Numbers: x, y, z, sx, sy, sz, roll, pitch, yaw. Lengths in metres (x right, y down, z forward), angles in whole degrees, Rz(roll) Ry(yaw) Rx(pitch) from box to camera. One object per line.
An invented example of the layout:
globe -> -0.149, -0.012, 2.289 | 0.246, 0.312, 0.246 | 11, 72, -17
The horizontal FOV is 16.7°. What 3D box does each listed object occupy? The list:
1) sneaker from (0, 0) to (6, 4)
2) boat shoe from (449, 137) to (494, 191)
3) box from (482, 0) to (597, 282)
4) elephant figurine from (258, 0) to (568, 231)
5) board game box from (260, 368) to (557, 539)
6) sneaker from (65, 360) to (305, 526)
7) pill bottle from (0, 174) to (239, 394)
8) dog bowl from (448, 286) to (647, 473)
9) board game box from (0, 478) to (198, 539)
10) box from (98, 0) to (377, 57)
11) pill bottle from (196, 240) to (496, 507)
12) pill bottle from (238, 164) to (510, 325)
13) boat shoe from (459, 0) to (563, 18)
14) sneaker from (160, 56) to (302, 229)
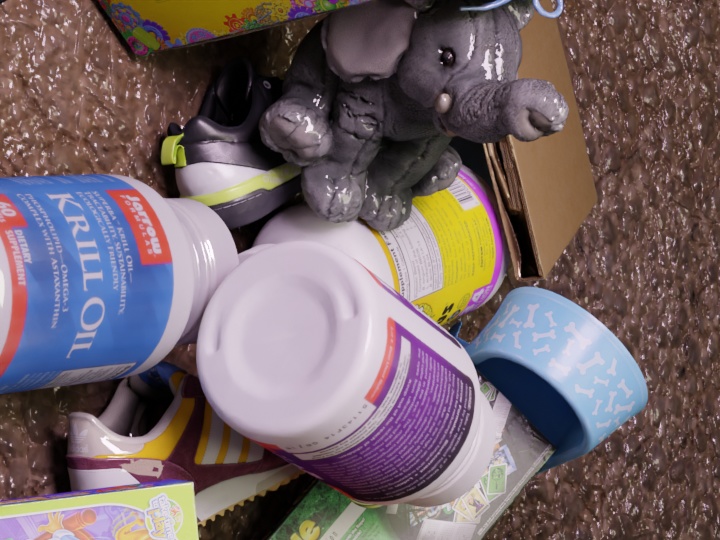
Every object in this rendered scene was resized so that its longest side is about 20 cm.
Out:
sneaker -> -0.186, -0.208, 1.313 | 0.080, 0.086, 0.201 | 40, 55, -43
boat shoe -> 0.071, -0.126, 1.638 | 0.060, 0.075, 0.201 | -55, 127, -32
box -> 0.113, -0.096, 1.608 | 0.200, 0.021, 0.165 | -47, 125, -68
elephant figurine -> 0.045, -0.119, 1.401 | 0.156, 0.200, 0.141 | 52, 45, 2
board game box -> 0.023, 0.147, 1.503 | 0.105, 0.023, 0.200 | 45, 68, -7
sneaker -> -0.089, 0.087, 1.409 | 0.200, 0.075, 0.091 | -30, 114, -50
pill bottle -> -0.159, 0.005, 1.301 | 0.199, 0.112, 0.113 | -7, 91, -52
dog bowl -> 0.104, 0.079, 1.572 | 0.111, 0.200, 0.050 | 45, 65, -5
board game box -> -0.148, 0.218, 1.294 | 0.133, 0.045, 0.202 | -6, 89, -21
box -> -0.047, -0.242, 1.401 | 0.122, 0.199, 0.193 | 55, 46, -28
pill bottle -> 0.001, 0.067, 1.373 | 0.200, 0.111, 0.112 | 38, 57, -56
pill bottle -> 0.000, 0.000, 1.508 | 0.199, 0.104, 0.105 | -22, 103, -50
boat shoe -> 0.098, -0.190, 1.365 | 0.085, 0.068, 0.200 | -66, 174, 26
sneaker -> -0.046, -0.097, 1.488 | 0.200, 0.071, 0.083 | -40, 115, -46
